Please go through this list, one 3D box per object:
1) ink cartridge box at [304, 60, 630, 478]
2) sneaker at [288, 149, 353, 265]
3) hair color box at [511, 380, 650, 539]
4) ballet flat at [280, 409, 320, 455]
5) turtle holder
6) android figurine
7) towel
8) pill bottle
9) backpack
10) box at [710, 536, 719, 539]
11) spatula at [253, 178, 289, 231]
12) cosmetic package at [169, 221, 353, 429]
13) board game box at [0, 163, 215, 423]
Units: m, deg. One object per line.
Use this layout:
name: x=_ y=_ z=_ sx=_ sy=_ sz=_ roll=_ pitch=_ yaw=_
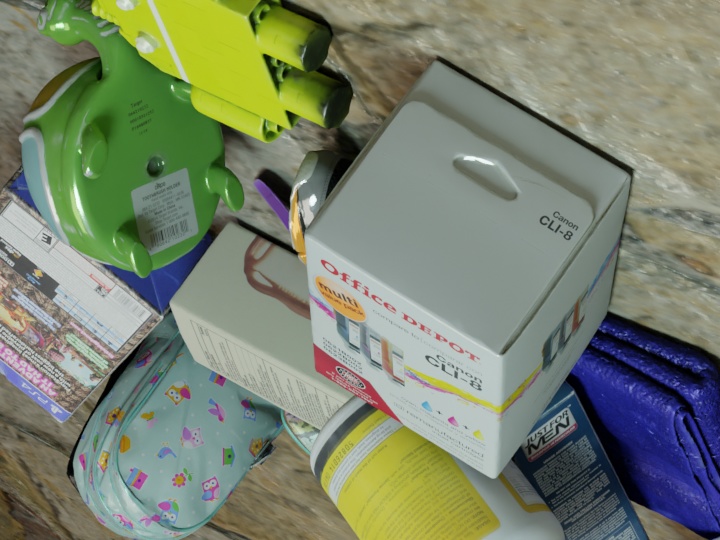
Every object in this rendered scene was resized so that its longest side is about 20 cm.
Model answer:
ink cartridge box: x=0.063 y=0.002 z=1.480 sx=0.145 sy=0.145 sz=0.200 roll=31 pitch=158 yaw=15
sneaker: x=0.020 y=-0.012 z=1.638 sx=0.077 sy=0.079 sz=0.200 roll=0 pitch=145 yaw=37
hair color box: x=0.131 y=0.133 z=1.680 sx=0.100 sy=0.060 sz=0.200 roll=48 pitch=171 yaw=47
ballet flat: x=0.023 y=0.154 z=2.015 sx=0.071 sy=0.069 sz=0.200 roll=-18 pitch=129 yaw=44
turtle holder: x=-0.180 y=-0.090 z=1.682 sx=0.131 sy=0.141 sz=0.186 roll=15 pitch=153 yaw=47
android figurine: x=-0.100 y=-0.155 z=1.556 sx=0.199 sy=0.041 sz=0.182 roll=25 pitch=157 yaw=25
towel: x=0.195 y=0.108 z=1.636 sx=0.147 sy=0.050 sz=0.200 roll=21 pitch=155 yaw=34
pill bottle: x=0.063 y=0.168 z=1.581 sx=0.200 sy=0.112 sz=0.112 roll=53 pitch=168 yaw=25
backpack: x=-0.154 y=0.132 z=2.041 sx=0.167 sy=0.200 sz=0.126 roll=41 pitch=160 yaw=-11
box: x=0.242 y=0.245 z=1.688 sx=0.199 sy=0.048 sz=0.122 roll=-24 pitch=133 yaw=22
spatula: x=0.000 y=0.000 z=1.755 sx=0.200 sy=0.021 sz=0.057 roll=36 pitch=173 yaw=-4
cosmetic package: x=-0.034 y=0.058 z=1.845 sx=0.199 sy=0.087 sz=0.104 roll=27 pitch=159 yaw=21
board game box: x=-0.239 y=0.002 z=1.951 sx=0.159 sy=0.097 sz=0.200 roll=40 pitch=138 yaw=-7
